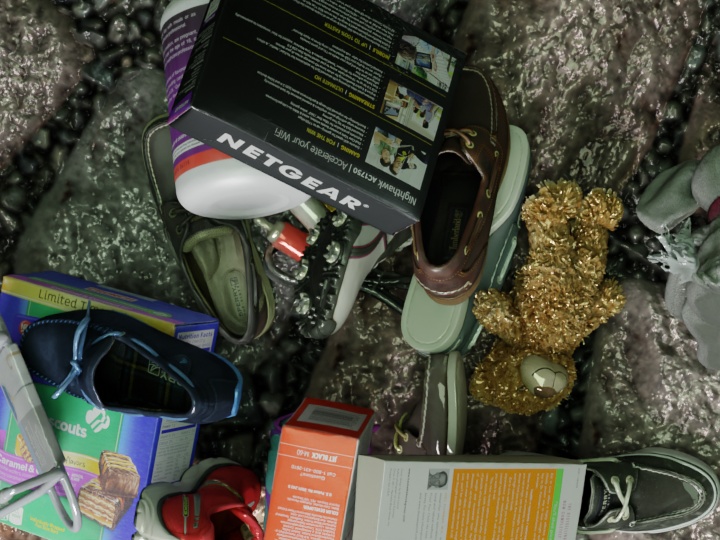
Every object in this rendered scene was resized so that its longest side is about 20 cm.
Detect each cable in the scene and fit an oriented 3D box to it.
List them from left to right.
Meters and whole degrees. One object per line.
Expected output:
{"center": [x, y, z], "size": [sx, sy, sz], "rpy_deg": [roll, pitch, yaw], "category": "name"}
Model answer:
{"center": [0.000, 0.000, 1.383], "size": [0.199, 0.050, 0.097], "rpy_deg": [37, 77, 1], "category": "cable"}

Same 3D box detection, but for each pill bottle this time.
{"center": [-0.098, -0.148, 1.330], "size": [0.111, 0.112, 0.202], "rpy_deg": [-8, 78, 4], "category": "pill bottle"}

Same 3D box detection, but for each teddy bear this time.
{"center": [0.155, 0.024, 1.353], "size": [0.067, 0.145, 0.201], "rpy_deg": [26, 87, 42], "category": "teddy bear"}

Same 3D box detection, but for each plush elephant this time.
{"center": [0.305, -0.031, 1.328], "size": [0.199, 0.164, 0.156], "rpy_deg": [36, 58, -33], "category": "plush elephant"}

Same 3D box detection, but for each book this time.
{"center": [0.081, 0.209, 1.287], "size": [0.199, 0.048, 0.135], "rpy_deg": [6, 90, -39], "category": "book"}

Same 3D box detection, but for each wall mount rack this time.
{"center": [-0.295, 0.129, 1.337], "size": [0.074, 0.174, 0.202], "rpy_deg": [-20, 82, -27], "category": "wall mount rack"}

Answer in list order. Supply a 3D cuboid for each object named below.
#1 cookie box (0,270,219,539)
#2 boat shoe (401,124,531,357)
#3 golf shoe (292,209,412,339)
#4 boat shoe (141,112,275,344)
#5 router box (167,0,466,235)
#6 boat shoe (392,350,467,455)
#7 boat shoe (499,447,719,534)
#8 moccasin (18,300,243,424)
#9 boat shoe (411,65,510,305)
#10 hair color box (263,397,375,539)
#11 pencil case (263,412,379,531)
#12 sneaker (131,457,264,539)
{"center": [-0.220, 0.117, 1.380], "size": [0.170, 0.075, 0.202], "rpy_deg": [14, 97, 23], "category": "cookie box"}
{"center": [0.092, -0.020, 1.373], "size": [0.072, 0.062, 0.202], "rpy_deg": [14, 76, 33], "category": "boat shoe"}
{"center": [0.008, -0.031, 1.335], "size": [0.088, 0.077, 0.202], "rpy_deg": [28, 64, -23], "category": "golf shoe"}
{"center": [-0.123, -0.034, 1.383], "size": [0.073, 0.065, 0.201], "rpy_deg": [-25, 97, 4], "category": "boat shoe"}
{"center": [-0.029, -0.137, 1.268], "size": [0.199, 0.051, 0.150], "rpy_deg": [26, 66, -20], "category": "router box"}
{"center": [0.054, 0.150, 1.369], "size": [0.059, 0.072, 0.202], "rpy_deg": [7, 127, 11], "category": "boat shoe"}
{"center": [0.199, 0.187, 1.393], "size": [0.198, 0.064, 0.072], "rpy_deg": [-1, 97, 3], "category": "boat shoe"}
{"center": [-0.184, 0.068, 1.281], "size": [0.198, 0.068, 0.081], "rpy_deg": [7, 97, 28], "category": "moccasin"}
{"center": [0.077, -0.076, 1.325], "size": [0.070, 0.070, 0.202], "rpy_deg": [-2, 66, 15], "category": "boat shoe"}
{"center": [-0.040, 0.209, 1.302], "size": [0.063, 0.111, 0.202], "rpy_deg": [9, 97, 6], "category": "hair color box"}
{"center": [-0.038, 0.221, 1.402], "size": [0.091, 0.085, 0.202], "rpy_deg": [6, 98, 19], "category": "pencil case"}
{"center": [-0.113, 0.203, 1.343], "size": [0.084, 0.200, 0.078], "rpy_deg": [14, 98, 15], "category": "sneaker"}
